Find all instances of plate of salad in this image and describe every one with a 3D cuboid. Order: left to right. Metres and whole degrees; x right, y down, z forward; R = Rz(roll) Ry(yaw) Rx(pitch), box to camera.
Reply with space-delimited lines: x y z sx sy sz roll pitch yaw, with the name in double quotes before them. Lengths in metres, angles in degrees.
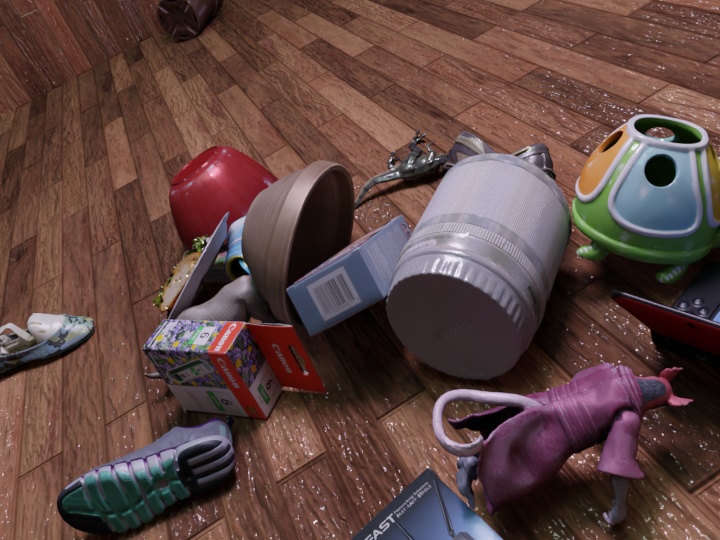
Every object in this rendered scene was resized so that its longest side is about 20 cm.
"plate of salad" -0.238 0.004 0.971 0.203 0.047 0.201 -60 9 16

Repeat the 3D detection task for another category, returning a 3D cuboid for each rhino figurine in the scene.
"rhino figurine" -0.191 0.078 0.896 0.197 0.089 0.060 -32 33 -4

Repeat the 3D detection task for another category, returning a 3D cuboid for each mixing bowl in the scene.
"mixing bowl" -0.240 -0.129 1.146 0.197 0.109 0.202 -30 26 16

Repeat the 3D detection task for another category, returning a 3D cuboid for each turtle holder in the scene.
"turtle holder" 0.311 -0.074 0.708 0.183 0.135 0.139 30 43 33

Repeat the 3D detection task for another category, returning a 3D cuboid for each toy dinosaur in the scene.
"toy dinosaur" 0.073 -0.164 1.083 0.195 0.048 0.090 -20 41 15

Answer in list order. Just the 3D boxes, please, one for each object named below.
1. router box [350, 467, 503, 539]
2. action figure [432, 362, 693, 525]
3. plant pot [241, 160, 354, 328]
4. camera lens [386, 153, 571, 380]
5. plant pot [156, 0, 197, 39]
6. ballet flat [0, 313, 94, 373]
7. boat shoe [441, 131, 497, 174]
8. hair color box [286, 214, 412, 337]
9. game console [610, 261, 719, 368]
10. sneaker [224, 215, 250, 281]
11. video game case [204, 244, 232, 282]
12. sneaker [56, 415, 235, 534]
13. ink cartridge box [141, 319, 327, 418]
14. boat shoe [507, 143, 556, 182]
"router box" 0.034 0.269 0.523 0.198 0.063 0.149 -38 35 -16
"action figure" 0.166 0.114 0.570 0.196 0.151 0.135 -26 29 11
"plant pot" -0.085 -0.039 0.865 0.090 0.204 0.203 15 47 17
"camera lens" 0.128 -0.011 0.740 0.156 0.162 0.202 1 42 33
"plant pot" -0.576 -0.890 2.337 0.195 0.202 0.202 -9 45 22
"ballet flat" -0.514 0.105 1.089 0.195 0.075 0.075 -23 34 4
"boat shoe" 0.180 -0.114 0.939 0.074 0.074 0.200 -51 39 7
"hair color box" 0.000 0.000 0.809 0.097 0.062 0.200 -28 4 21
"game console" 0.342 0.033 0.582 0.172 0.120 0.198 -41 38 -22
"sneaker" -0.104 -0.040 0.970 0.196 0.080 0.132 -26 31 17
"video game case" -0.150 -0.050 1.096 0.195 0.022 0.184 -1 42 32
"sneaker" -0.228 0.220 0.769 0.195 0.076 0.088 -17 18 -1
"ink cartridge box" -0.145 0.114 0.800 0.195 0.111 0.051 -1 40 32
"boat shoe" 0.154 -0.093 0.866 0.199 0.070 0.062 -21 61 46
